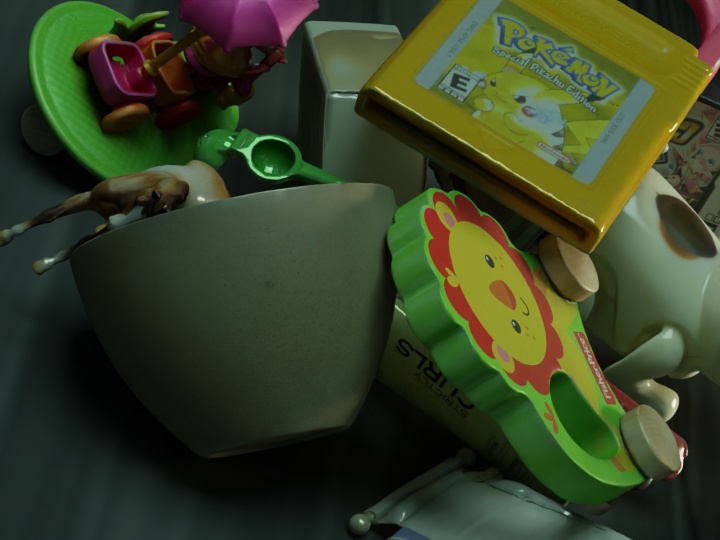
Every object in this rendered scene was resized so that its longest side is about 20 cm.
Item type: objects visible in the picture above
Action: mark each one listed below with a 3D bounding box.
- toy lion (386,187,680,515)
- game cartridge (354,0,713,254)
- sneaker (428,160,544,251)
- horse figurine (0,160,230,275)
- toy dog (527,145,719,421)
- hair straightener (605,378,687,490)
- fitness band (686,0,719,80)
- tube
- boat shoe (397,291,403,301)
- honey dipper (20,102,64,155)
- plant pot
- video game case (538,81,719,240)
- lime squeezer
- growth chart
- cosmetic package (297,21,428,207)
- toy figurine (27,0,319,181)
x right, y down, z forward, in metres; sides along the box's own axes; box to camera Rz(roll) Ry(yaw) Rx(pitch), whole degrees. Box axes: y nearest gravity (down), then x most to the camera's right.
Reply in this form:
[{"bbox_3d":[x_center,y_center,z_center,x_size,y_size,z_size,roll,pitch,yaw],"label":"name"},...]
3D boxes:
[{"bbox_3d":[0.094,0.046,1.302,0.192,0.069,0.200,7,54,-59],"label":"toy lion"},{"bbox_3d":[0.117,-0.120,1.399,0.176,0.032,0.200,32,50,8],"label":"game cartridge"},{"bbox_3d":[0.095,-0.083,1.511,0.074,0.087,0.200,33,26,-38],"label":"sneaker"},{"bbox_3d":[-0.134,-0.034,1.360,0.200,0.132,0.050,-2,70,-67],"label":"horse figurine"},{"bbox_3d":[0.224,0.010,1.493,0.200,0.194,0.139,27,26,17],"label":"toy dog"},{"bbox_3d":[0.119,0.082,1.441,0.200,0.077,0.041,33,63,-10],"label":"hair straightener"},{"bbox_3d":[0.180,-0.170,1.506,0.143,0.037,0.200,36,49,10],"label":"fitness band"},{"bbox_3d":[0.063,0.079,1.412,0.200,0.058,0.052,37,6,7],"label":"tube"},{"bbox_3d":[0.000,0.000,1.466,0.199,0.069,0.071,13,37,-17],"label":"boat shoe"},{"bbox_3d":[-0.171,-0.129,1.560,0.038,0.038,0.200,35,33,12],"label":"honey dipper"},{"bbox_3d":[-0.063,0.038,1.308,0.200,0.200,0.135,-7,81,-37],"label":"plant pot"},{"bbox_3d":[0.185,-0.079,1.580,0.199,0.181,0.026,21,44,-6],"label":"video game case"},{"bbox_3d":[-0.067,-0.058,1.410,0.199,0.071,0.038,2,28,35],"label":"lime squeezer"},{"bbox_3d":[0.091,0.169,1.304,0.200,0.018,0.145,26,33,36],"label":"growth chart"},{"bbox_3d":[0.000,-0.100,1.504,0.071,0.106,0.200,1,21,-7],"label":"cosmetic package"},{"bbox_3d":[-0.094,-0.159,1.481,0.200,0.184,0.151,-7,71,-52],"label":"toy figurine"}]
